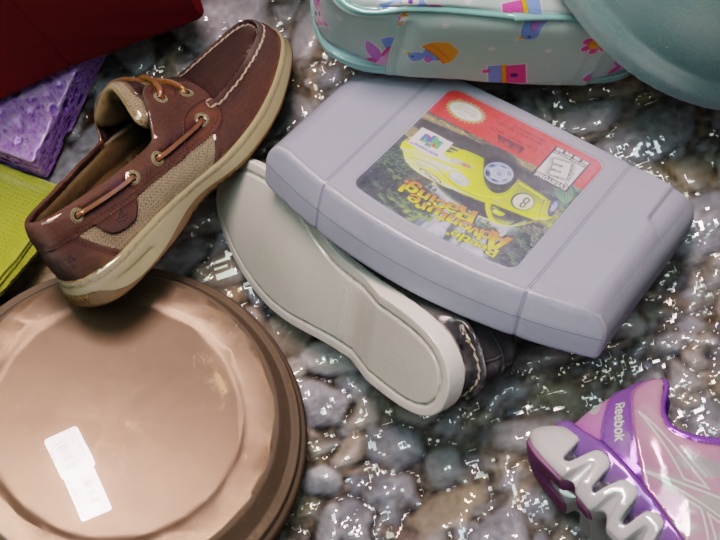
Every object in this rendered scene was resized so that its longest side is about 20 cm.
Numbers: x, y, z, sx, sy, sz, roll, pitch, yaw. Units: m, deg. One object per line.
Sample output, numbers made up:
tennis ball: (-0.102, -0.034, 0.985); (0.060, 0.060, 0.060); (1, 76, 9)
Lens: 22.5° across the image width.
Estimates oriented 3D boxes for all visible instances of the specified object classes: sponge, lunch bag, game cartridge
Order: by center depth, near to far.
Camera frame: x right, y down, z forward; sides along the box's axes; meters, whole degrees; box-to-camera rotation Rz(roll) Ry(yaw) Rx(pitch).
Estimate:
game cartridge: (0.058, -0.036, 0.934); (0.199, 0.041, 0.133); (28, 49, 16)
lunch bag: (0.072, -0.184, 0.970); (0.199, 0.077, 0.161); (1, 66, -9)
sponge: (-0.192, -0.162, 1.064); (0.111, 0.030, 0.201); (20, 78, 17)

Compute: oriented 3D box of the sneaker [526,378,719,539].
sneaker: (0.174, 0.128, 0.876); (0.088, 0.081, 0.200); (-39, 68, -11)

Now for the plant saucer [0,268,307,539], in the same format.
plant saucer: (-0.126, 0.082, 0.943); (0.199, 0.030, 0.201); (2, 62, -4)

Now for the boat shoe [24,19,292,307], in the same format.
boat shoe: (-0.109, -0.074, 0.968); (0.072, 0.072, 0.200); (4, 49, 48)

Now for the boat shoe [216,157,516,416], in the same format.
boat shoe: (0.000, 0.000, 0.957); (0.060, 0.074, 0.200); (-19, 42, -38)

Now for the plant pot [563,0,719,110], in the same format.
plant pot: (0.200, -0.196, 0.891); (0.199, 0.134, 0.201); (8, 69, -22)

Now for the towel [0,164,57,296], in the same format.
towel: (-0.240, 0.006, 0.976); (0.086, 0.018, 0.200); (22, 48, 14)

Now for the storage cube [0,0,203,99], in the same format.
storage cube: (-0.207, -0.214, 0.973); (0.170, 0.180, 0.201); (-23, 68, 4)
